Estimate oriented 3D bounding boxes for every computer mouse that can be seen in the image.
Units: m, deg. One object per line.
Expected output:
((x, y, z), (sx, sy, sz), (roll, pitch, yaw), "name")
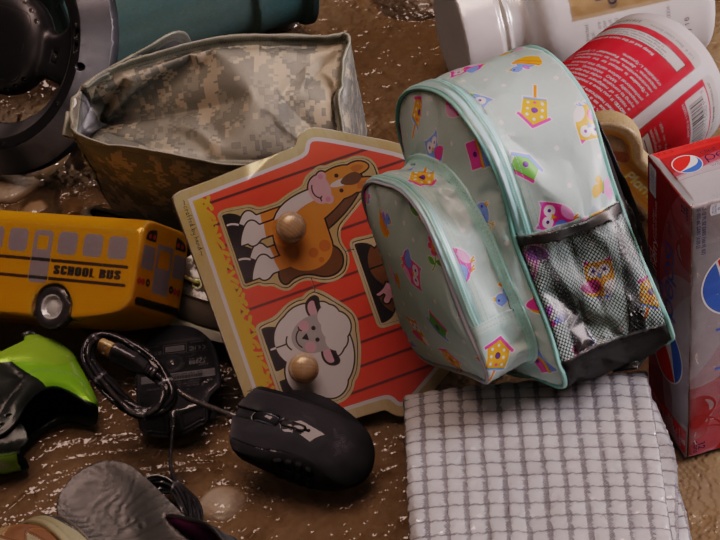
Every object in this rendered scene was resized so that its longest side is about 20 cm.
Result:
((-0.084, 0.084, 1.482), (0.199, 0.034, 0.059), (21, 67, 3), "computer mouse")
((-0.118, 0.113, 1.521), (0.058, 0.034, 0.201), (-5, 44, 3), "computer mouse")

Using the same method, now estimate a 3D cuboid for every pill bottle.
((0.164, -0.204, 1.821), (0.199, 0.115, 0.115), (-14, 39, -10), "pill bottle")
((0.163, -0.093, 1.680), (0.112, 0.113, 0.200), (25, 47, 33), "pill bottle")

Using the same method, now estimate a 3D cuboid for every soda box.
((0.221, 0.016, 1.461), (0.070, 0.201, 0.063), (-15, 39, -14), "soda box")

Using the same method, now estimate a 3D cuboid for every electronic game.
((-0.264, -0.173, 1.784), (0.199, 0.201, 0.042), (22, 12, 30), "electronic game")

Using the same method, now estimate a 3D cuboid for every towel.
((0.109, 0.151, 1.401), (0.165, 0.086, 0.200), (-3, 36, 0), "towel")

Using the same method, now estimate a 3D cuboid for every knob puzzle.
((0.000, 0.000, 1.532), (0.219, 0.221, 0.030), (-12, -2, -9), "knob puzzle")

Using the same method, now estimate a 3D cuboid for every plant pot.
((-0.163, -0.253, 1.874), (0.195, 0.201, 0.200), (-24, 41, -10), "plant pot")

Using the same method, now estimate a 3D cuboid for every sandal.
((-0.111, 0.175, 1.408), (0.200, 0.048, 0.075), (30, 64, 29), "sandal")

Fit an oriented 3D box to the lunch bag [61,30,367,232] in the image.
((-0.099, -0.091, 1.649), (0.199, 0.164, 0.118), (-1, 70, 5), "lunch bag")

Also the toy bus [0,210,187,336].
((-0.220, 0.002, 1.595), (0.199, 0.079, 0.065), (4, -6, 28), "toy bus")

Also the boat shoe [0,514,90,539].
((-0.166, 0.207, 1.353), (0.074, 0.076, 0.200), (-1, 19, -41), "boat shoe")

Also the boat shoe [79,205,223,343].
((-0.111, 0.005, 1.618), (0.201, 0.061, 0.072), (14, 21, 22), "boat shoe")

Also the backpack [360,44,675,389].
((0.088, -0.032, 1.448), (0.153, 0.201, 0.176), (-14, 9, -15), "backpack")

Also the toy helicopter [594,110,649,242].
((0.217, -0.038, 1.528), (0.132, 0.200, 0.079), (-36, 28, 27), "toy helicopter")

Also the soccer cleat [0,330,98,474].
((-0.263, 0.106, 1.517), (0.199, 0.068, 0.081), (-27, 55, -26), "soccer cleat")
